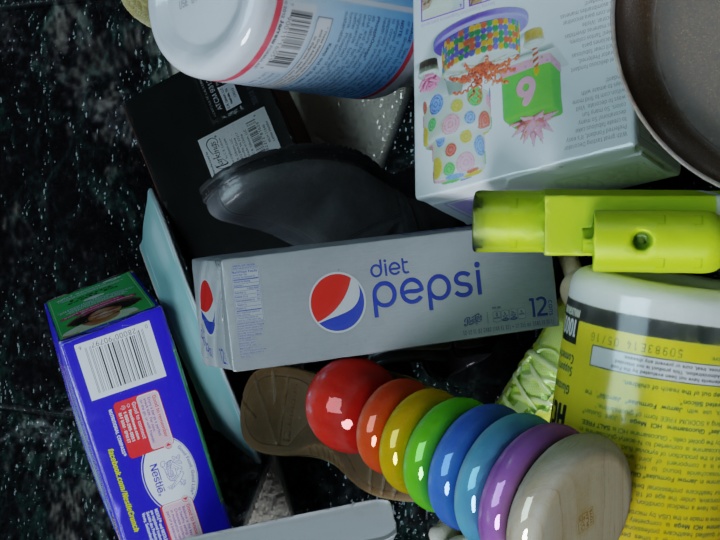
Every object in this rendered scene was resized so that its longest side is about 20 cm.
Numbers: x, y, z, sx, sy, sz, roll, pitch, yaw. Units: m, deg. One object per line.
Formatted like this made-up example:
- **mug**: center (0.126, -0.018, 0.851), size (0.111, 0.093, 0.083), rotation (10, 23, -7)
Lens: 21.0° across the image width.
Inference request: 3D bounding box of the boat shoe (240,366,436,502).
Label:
- **boat shoe**: center (0.014, 0.097, 1.159), size (0.199, 0.072, 0.073), rotation (5, 84, 47)

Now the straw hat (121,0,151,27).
- **straw hat**: center (-0.093, -0.260, 1.359), size (0.200, 0.085, 0.203), rotation (-3, 86, 52)

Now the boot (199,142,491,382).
- **boot**: center (0.000, 0.000, 1.171), size (0.070, 0.199, 0.132), rotation (-32, 62, 45)

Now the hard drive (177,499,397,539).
- **hard drive**: center (-0.050, 0.182, 1.193), size (0.200, 0.131, 0.026), rotation (101, 157, -73)

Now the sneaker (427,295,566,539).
- **sneaker**: center (0.105, 0.097, 1.144), size (0.075, 0.076, 0.201), rotation (33, 109, 44)

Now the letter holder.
- **letter holder**: center (-0.061, -0.031, 1.320), size (0.100, 0.142, 0.201), rotation (-27, 67, 8)

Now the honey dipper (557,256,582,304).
- **honey dipper**: center (0.104, -0.063, 1.155), size (0.038, 0.038, 0.201), rotation (-40, 50, 37)

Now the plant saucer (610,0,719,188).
- **plant saucer**: center (0.226, -0.128, 0.969), size (0.199, 0.032, 0.202), rotation (-3, 81, 16)

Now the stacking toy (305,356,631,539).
- **stacking toy**: center (0.045, 0.094, 1.037), size (0.199, 0.085, 0.086), rotation (25, 106, 41)

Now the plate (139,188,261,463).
- **plate**: center (-0.114, 0.041, 1.317), size (0.025, 0.200, 0.201), rotation (-22, 66, -4)

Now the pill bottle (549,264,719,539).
- **pill bottle**: center (0.157, 0.103, 1.064), size (0.112, 0.112, 0.201), rotation (13, 98, 45)

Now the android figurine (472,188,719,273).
- **android figurine**: center (0.158, -0.023, 1.025), size (0.199, 0.182, 0.041), rotation (2, 94, 3)

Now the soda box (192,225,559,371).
- **soda box**: center (0.009, 0.013, 1.105), size (0.068, 0.199, 0.064), rotation (180, 83, -71)

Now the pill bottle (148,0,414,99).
- **pill bottle**: center (-0.024, -0.163, 1.199), size (0.108, 0.199, 0.110), rotation (-3, 86, 46)

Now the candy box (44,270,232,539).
- **candy box**: center (-0.154, 0.100, 1.321), size (0.200, 0.077, 0.170), rotation (-155, 48, -75)

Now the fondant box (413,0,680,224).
- **fondant box**: center (0.104, -0.141, 1.124), size (0.144, 0.058, 0.201), rotation (-13, 67, 33)
